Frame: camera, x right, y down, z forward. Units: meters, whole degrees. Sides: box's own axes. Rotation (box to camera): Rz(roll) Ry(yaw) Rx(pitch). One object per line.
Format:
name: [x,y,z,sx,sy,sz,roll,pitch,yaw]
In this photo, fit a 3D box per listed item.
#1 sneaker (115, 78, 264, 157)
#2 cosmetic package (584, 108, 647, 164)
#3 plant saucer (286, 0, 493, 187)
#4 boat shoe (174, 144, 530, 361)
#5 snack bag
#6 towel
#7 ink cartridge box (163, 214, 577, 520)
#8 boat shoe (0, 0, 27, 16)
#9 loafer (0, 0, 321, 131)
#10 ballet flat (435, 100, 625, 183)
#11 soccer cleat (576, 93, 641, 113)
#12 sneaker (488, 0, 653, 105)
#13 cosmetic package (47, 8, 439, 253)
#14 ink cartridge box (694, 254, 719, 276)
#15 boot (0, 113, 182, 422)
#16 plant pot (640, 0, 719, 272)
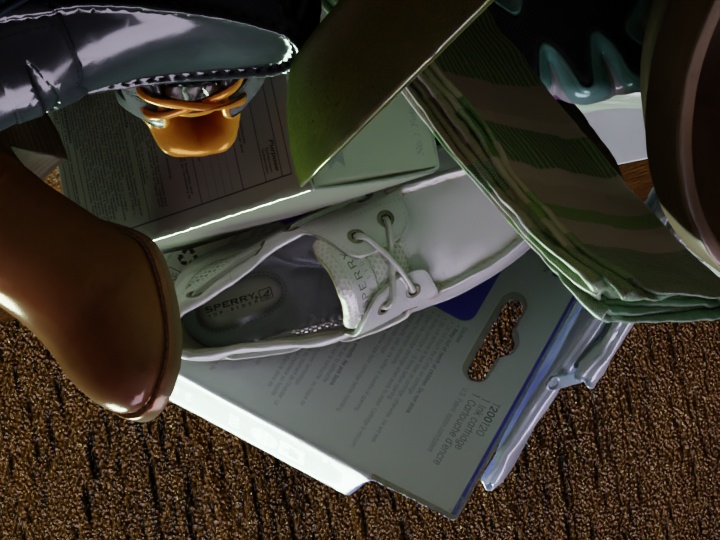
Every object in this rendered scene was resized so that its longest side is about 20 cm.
sneaker: [-0.064,-0.092,0.754,0.078,0.077,0.200,-9,175,1]
cosmetic package: [0.139,-0.099,1.245,0.200,0.051,0.083,-11,-147,9]
plant saucer: [0.044,-0.104,0.601,0.200,0.031,0.200,-44,-177,3]
boat shoe: [0.000,0.000,0.951,0.200,0.071,0.069,-24,-169,13]
snack bag: [0.131,0.004,1.013,0.200,0.021,0.189,-60,176,36]
towel: [0.060,-0.060,0.793,0.023,0.200,0.152,-46,161,19]
ink cartridge box: [0.003,0.010,1.048,0.200,0.198,0.043,27,154,10]
boat shoe: [-0.041,-0.109,0.585,0.200,0.069,0.084,-13,176,11]
loafer: [-0.113,-0.070,0.638,0.200,0.071,0.068,2,157,2]
ballet flat: [0.051,-0.077,1.006,0.200,0.068,0.072,21,-145,21]
soccer cleat: [0.157,-0.119,1.129,0.200,0.069,0.078,-9,175,32]
sneaker: [0.127,-0.114,0.995,0.200,0.078,0.140,-10,176,-14]
cosmetic package: [-0.061,-0.070,0.924,0.073,0.104,0.200,-10,178,-38]
ink cartridge box: [0.233,-0.097,1.051,0.050,0.200,0.161,30,166,3]
boot: [-0.174,-0.016,0.890,0.155,0.200,0.077,5,138,-49]
plant pot: [0.190,-0.096,0.881,0.201,0.201,0.093,-9,-152,-28]
